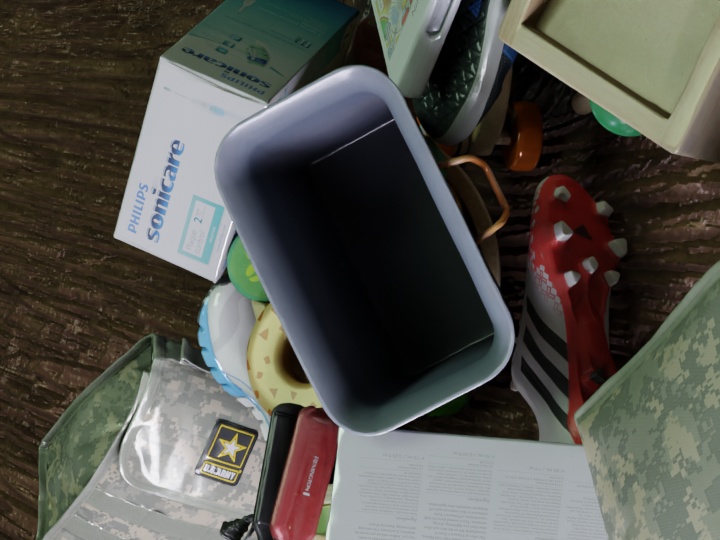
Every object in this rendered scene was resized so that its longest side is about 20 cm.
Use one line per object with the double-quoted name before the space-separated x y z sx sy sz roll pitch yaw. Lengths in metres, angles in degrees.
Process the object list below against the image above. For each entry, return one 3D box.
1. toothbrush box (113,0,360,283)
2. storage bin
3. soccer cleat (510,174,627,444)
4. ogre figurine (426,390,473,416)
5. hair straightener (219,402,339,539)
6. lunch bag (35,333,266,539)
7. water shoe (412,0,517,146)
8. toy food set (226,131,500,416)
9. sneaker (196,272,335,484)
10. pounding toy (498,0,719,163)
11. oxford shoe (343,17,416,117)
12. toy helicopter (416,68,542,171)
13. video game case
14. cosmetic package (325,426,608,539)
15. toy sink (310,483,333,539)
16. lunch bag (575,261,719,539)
"toothbrush box" -0.086 -0.106 1.597 0.200 0.085 0.147 -51 -18 -60
"storage bin" 0.024 -0.019 1.370 0.145 0.134 0.201 -28 87 14
"soccer cleat" 0.124 0.036 1.403 0.085 0.068 0.201 -34 54 43
"ogre figurine" 0.016 0.015 1.564 0.200 0.097 0.121 -129 47 -67
"hair straightener" -0.059 0.183 1.456 0.077 0.041 0.201 5 85 59
"lunch bag" -0.126 0.137 1.675 0.200 0.163 0.118 -49 33 38
"water shoe" 0.095 -0.162 1.393 0.072 0.079 0.201 54 135 41
"toy food set" 0.000 0.000 1.489 0.199 0.049 0.199 -15 84 31
"sneaker" -0.040 0.088 1.572 0.075 0.201 0.086 -38 20 -29
"pounding toy" 0.187 -0.152 1.333 0.184 0.142 0.201 39 113 39
"oxford shoe" 0.014 -0.102 1.635 0.200 0.070 0.074 -84 18 -55
"toy helicopter" 0.069 -0.151 1.560 0.200 0.078 0.133 -123 35 -70
"video game case" 0.042 -0.238 1.403 0.201 0.023 0.183 -101 26 -48
"cosmetic package" 0.077 0.176 1.317 0.199 0.052 0.152 4 76 17
"toy sink" 0.013 0.209 1.462 0.200 0.112 0.131 -14 64 57
"lunch bag" 0.217 0.090 1.161 0.200 0.117 0.165 -52 36 39
